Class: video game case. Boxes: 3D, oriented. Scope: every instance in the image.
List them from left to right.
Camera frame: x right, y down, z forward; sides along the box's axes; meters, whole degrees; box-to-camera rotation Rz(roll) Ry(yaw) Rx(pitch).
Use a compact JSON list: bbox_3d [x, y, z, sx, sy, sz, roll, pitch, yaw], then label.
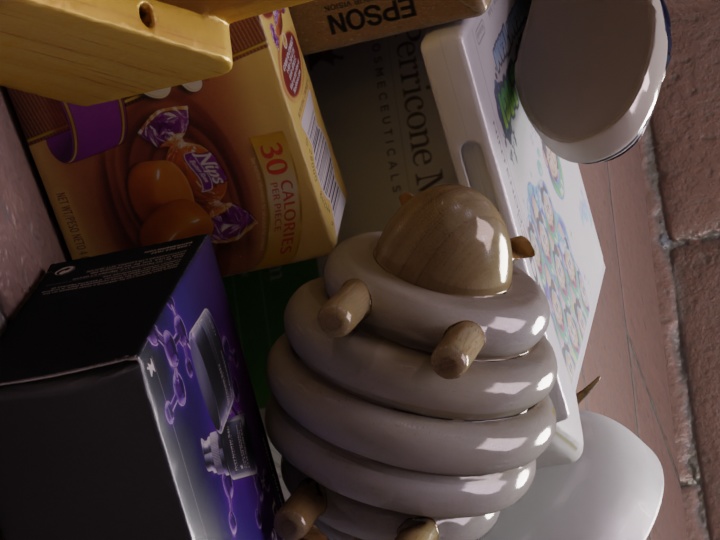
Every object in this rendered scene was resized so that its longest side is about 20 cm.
[{"bbox_3d":[0.075,-0.048,1.189,0.200,0.024,0.183,-64,139,-68],"label":"video game case"}]

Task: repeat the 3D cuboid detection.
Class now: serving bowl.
[{"bbox_3d":[0.076,0.146,1.476,0.066,0.200,0.200,52,21,-19],"label":"serving bowl"}]

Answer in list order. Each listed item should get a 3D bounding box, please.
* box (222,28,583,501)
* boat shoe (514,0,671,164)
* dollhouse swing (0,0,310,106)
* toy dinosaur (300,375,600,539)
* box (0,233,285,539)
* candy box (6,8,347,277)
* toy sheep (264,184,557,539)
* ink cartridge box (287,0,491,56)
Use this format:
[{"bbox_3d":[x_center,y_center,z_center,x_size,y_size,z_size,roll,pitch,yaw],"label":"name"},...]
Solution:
[{"bbox_3d":[0.000,0.000,1.258,0.200,0.171,0.200,42,38,-71],"label":"box"},{"bbox_3d":[0.120,-0.102,1.204,0.093,0.074,0.200,55,25,-38],"label":"boat shoe"},{"bbox_3d":[-0.081,-0.185,0.911,0.181,0.175,0.201,12,66,-52],"label":"dollhouse swing"},{"bbox_3d":[0.037,0.121,1.433,0.200,0.106,0.061,-29,111,-32],"label":"toy dinosaur"},{"bbox_3d":[-0.081,0.106,1.021,0.141,0.079,0.201,-64,141,-67],"label":"box"},{"bbox_3d":[-0.088,-0.092,1.067,0.057,0.116,0.201,-81,157,-58],"label":"candy box"},{"bbox_3d":[0.019,0.057,1.068,0.138,0.137,0.201,-67,174,-69],"label":"toy sheep"},{"bbox_3d":[-0.036,-0.148,1.161,0.165,0.199,0.075,-65,142,-69],"label":"ink cartridge box"}]
